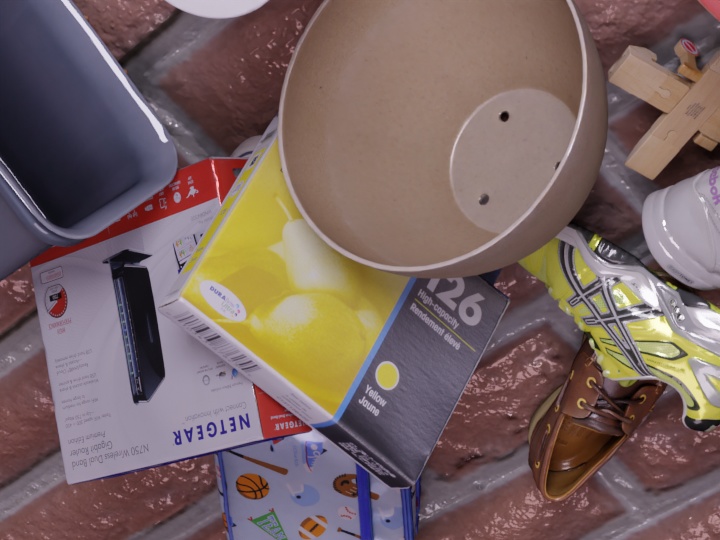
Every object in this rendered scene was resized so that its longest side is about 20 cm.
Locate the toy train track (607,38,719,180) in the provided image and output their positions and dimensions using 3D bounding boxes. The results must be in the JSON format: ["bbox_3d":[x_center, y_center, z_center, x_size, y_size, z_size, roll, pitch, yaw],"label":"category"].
[{"bbox_3d":[0.240,-0.090,1.031,0.198,0.033,0.115,26,128,-18],"label":"toy train track"}]

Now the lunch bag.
[{"bbox_3d":[-0.026,0.156,1.251,0.158,0.076,0.202,3,129,7],"label":"lunch bag"}]

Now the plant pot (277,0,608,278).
[{"bbox_3d":[0.067,-0.083,0.993,0.198,0.203,0.134,-19,159,25],"label":"plant pot"}]

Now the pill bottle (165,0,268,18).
[{"bbox_3d":[-0.059,-0.221,0.885,0.111,0.201,0.113,6,128,7],"label":"pill bottle"}]

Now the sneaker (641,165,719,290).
[{"bbox_3d":[0.275,-0.006,1.033,0.198,0.076,0.099,23,146,-23],"label":"sneaker"}]

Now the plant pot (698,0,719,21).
[{"bbox_3d":[0.255,-0.215,0.840,0.199,0.202,0.178,25,139,-8],"label":"plant pot"}]

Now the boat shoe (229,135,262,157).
[{"bbox_3d":[-0.079,0.012,1.137,0.074,0.093,0.202,12,129,3],"label":"boat shoe"}]

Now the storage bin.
[{"bbox_3d":[-0.231,-0.097,1.061,0.201,0.145,0.134,53,136,-3],"label":"storage bin"}]

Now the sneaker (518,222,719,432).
[{"bbox_3d":[0.165,0.028,1.065,0.199,0.075,0.077,33,96,24],"label":"sneaker"}]

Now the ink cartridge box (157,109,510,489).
[{"bbox_3d":[0.000,0.000,1.045,0.197,0.201,0.047,38,156,-19],"label":"ink cartridge box"}]

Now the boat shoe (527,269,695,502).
[{"bbox_3d":[0.176,0.086,1.155,0.071,0.068,0.201,23,128,-6],"label":"boat shoe"}]

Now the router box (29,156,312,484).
[{"bbox_3d":[-0.132,0.037,1.102,0.199,0.049,0.182,-18,80,40],"label":"router box"}]
